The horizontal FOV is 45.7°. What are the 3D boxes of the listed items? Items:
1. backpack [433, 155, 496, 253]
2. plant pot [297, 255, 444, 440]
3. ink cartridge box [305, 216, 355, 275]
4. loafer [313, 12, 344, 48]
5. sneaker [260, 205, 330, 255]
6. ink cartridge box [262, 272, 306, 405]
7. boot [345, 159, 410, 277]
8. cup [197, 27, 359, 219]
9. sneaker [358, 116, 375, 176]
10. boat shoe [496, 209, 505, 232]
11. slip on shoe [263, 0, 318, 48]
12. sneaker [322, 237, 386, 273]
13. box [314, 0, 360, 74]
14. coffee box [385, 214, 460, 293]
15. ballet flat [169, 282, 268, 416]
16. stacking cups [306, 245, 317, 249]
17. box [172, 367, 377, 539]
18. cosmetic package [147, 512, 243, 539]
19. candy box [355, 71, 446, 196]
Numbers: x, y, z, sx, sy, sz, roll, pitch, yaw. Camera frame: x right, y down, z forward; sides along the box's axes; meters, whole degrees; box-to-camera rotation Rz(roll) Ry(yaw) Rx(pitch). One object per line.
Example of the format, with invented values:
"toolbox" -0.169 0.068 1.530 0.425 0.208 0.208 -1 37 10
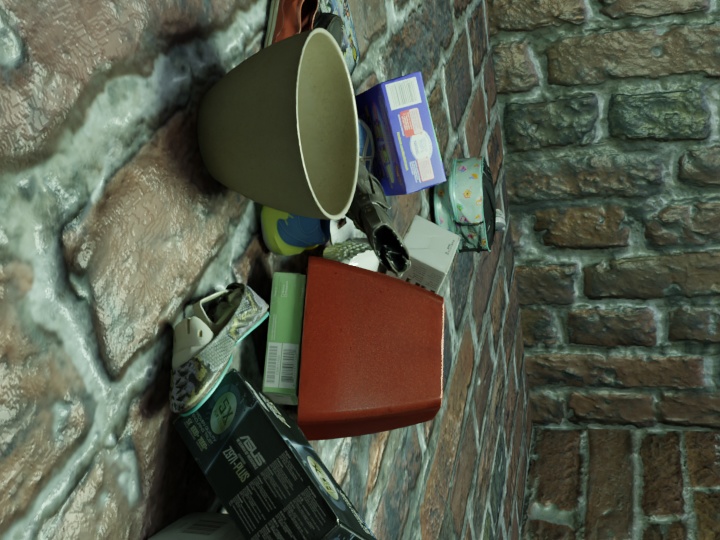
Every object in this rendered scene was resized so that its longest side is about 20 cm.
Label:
"backpack" 0.248 -0.165 2.019 0.178 0.149 0.203 -74 165 -49
"plant pot" 0.017 0.110 1.096 0.200 0.172 0.205 87 6 -73
"ink cartridge box" -0.039 0.016 1.267 0.109 0.049 0.205 -41 126 -67
"loafer" -0.047 -0.265 1.183 0.073 0.071 0.205 36 62 -57
"sneaker" -0.078 -0.120 1.067 0.076 0.103 0.205 -48 134 -65
"ink cartridge box" -0.090 0.100 1.106 0.200 0.047 0.149 95 -2 -75
"boot" 0.016 -0.061 1.104 0.176 0.068 0.200 61 6 32
"cup" -0.097 -0.156 0.949 0.200 0.140 0.206 -1 90 -72
"sneaker" -0.010 -0.154 1.329 0.078 0.074 0.202 -79 157 -46
"boat shoe" 0.429 -0.165 2.745 0.200 0.072 0.067 33 52 -80
"slip on shoe" -0.089 -0.281 1.123 0.074 0.060 0.205 44 48 -67
"sneaker" 0.000 0.000 1.203 0.199 0.075 0.083 -17 113 -70
"box" -0.051 -0.381 1.285 0.138 0.039 0.203 -71 153 -47
"coffee box" 0.066 0.040 1.248 0.115 0.078 0.203 -58 172 -58
"ballet flat" -0.158 0.070 0.883 0.201 0.070 0.074 -59 143 -60
"stacking cups" -0.057 -0.110 1.207 0.202 0.059 0.062 -70 152 -51
"box" -0.081 0.223 0.873 0.200 0.086 0.164 49 -4 31
"cosmetic package" -0.154 0.351 0.833 0.101 0.072 0.205 -1 91 -73
"candy box" 0.054 -0.211 1.362 0.200 0.075 0.173 -165 -120 -74
